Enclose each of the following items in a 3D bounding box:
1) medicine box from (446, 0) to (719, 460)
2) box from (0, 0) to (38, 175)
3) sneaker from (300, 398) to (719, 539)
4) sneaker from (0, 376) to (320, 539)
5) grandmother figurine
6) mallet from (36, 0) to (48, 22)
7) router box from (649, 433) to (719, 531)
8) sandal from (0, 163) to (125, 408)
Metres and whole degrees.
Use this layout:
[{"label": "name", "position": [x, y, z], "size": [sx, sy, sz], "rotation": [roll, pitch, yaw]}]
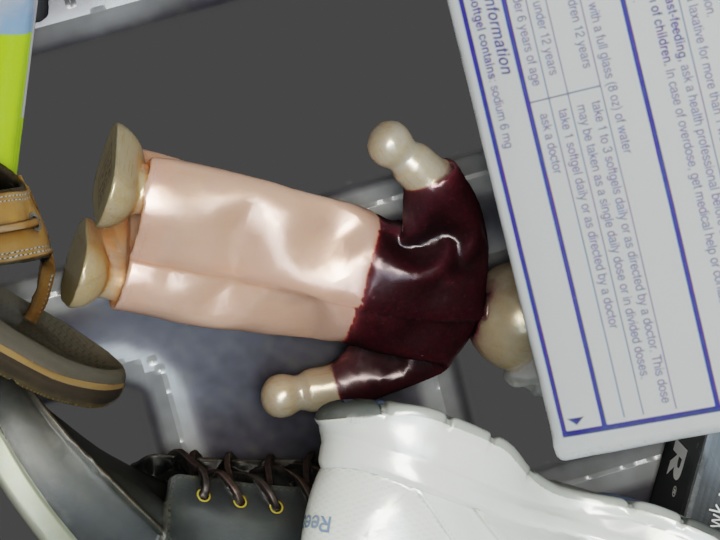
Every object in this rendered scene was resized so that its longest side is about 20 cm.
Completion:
[{"label": "medicine box", "position": [0.149, -0.048, 0.946], "size": [0.199, 0.103, 0.183], "rotation": [-12, 93, 28]}, {"label": "box", "position": [-0.165, -0.098, 0.932], "size": [0.121, 0.048, 0.201], "rotation": [3, 129, -12]}, {"label": "sneaker", "position": [0.063, 0.112, 0.986], "size": [0.199, 0.074, 0.087], "rotation": [22, 79, -16]}, {"label": "sneaker", "position": [-0.052, 0.081, 1.026], "size": [0.106, 0.075, 0.200], "rotation": [-44, 115, -1]}, {"label": "grandmother figurine", "position": [0.000, 0.000, 1.022], "size": [0.199, 0.061, 0.122], "rotation": [15, 127, -15]}, {"label": "mallet", "position": [-0.106, -0.181, 0.957], "size": [0.041, 0.066, 0.201], "rotation": [2, 103, -11]}, {"label": "router box", "position": [0.200, 0.039, 1.060], "size": [0.149, 0.051, 0.201], "rotation": [13, 100, -10]}, {"label": "sandal", "position": [-0.142, -0.022, 0.934], "size": [0.055, 0.082, 0.200], "rotation": [-46, 117, 0]}]
